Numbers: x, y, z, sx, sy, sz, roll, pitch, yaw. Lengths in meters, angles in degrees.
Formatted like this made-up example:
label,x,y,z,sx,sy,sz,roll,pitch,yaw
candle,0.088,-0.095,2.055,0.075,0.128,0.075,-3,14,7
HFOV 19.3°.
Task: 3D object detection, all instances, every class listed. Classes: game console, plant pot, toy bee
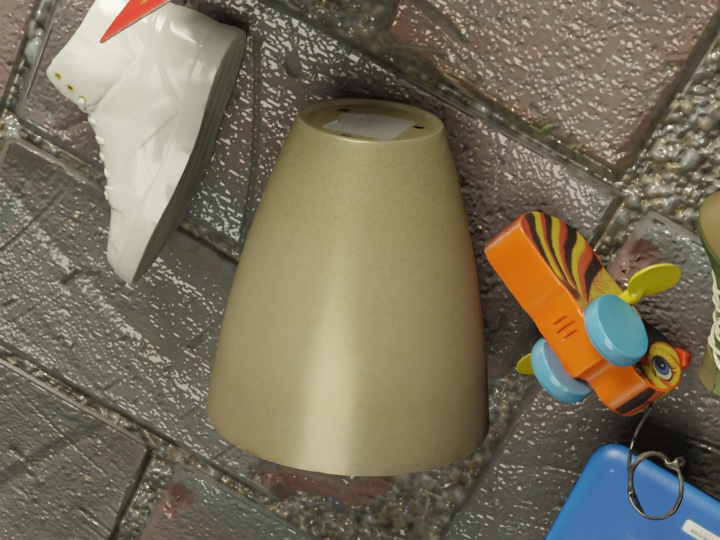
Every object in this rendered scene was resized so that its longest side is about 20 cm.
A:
label,x,y,z,sx,sy,sz,roll,pitch,yaw
game console,0.215,0.230,1.418,0.199,0.118,0.171,30,97,14
plant pot,0.000,0.000,1.344,0.186,0.187,0.201,11,112,15
toy bee,0.159,0.053,1.361,0.130,0.108,0.201,-12,92,37

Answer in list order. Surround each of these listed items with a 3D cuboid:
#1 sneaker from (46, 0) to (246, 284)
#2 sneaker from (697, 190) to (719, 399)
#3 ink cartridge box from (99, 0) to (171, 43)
label,x,y,z,sx,sy,sz,roll,pitch,yaw
sneaker,-0.158,-0.096,1.400,0.115,0.074,0.201,26,118,6
sneaker,0.245,0.046,1.326,0.090,0.067,0.201,-26,113,28
ink cartridge box,-0.058,-0.225,1.200,0.199,0.176,0.045,-25,110,33
